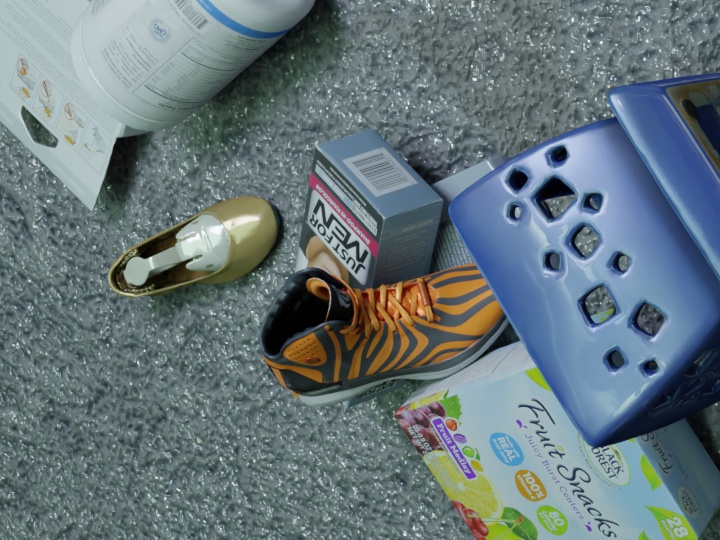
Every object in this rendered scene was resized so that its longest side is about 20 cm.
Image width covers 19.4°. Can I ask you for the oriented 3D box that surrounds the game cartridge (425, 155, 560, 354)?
[{"bbox_3d":[0.109,0.019,1.630,0.133,0.040,0.202,-22,85,49],"label":"game cartridge"}]

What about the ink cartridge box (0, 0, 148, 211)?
[{"bbox_3d":[-0.266,-0.183,1.939,0.200,0.043,0.174,43,128,28],"label":"ink cartridge box"}]

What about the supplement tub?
[{"bbox_3d":[-0.138,-0.216,1.741,0.200,0.131,0.133,-34,77,45],"label":"supplement tub"}]

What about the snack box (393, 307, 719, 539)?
[{"bbox_3d":[0.147,0.135,1.565,0.199,0.068,0.169,-24,105,44],"label":"snack box"}]

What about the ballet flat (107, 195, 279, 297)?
[{"bbox_3d":[-0.151,-0.012,1.857,0.199,0.063,0.069,-24,84,45],"label":"ballet flat"}]

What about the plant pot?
[{"bbox_3d":[0.210,-0.022,1.411,0.180,0.199,0.201,-41,72,35],"label":"plant pot"}]

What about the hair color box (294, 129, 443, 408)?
[{"bbox_3d":[0.000,0.000,1.678,0.099,0.060,0.201,47,142,36],"label":"hair color box"}]

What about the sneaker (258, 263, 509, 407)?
[{"bbox_3d":[0.016,0.035,1.572,0.199,0.112,0.078,-25,55,10],"label":"sneaker"}]
